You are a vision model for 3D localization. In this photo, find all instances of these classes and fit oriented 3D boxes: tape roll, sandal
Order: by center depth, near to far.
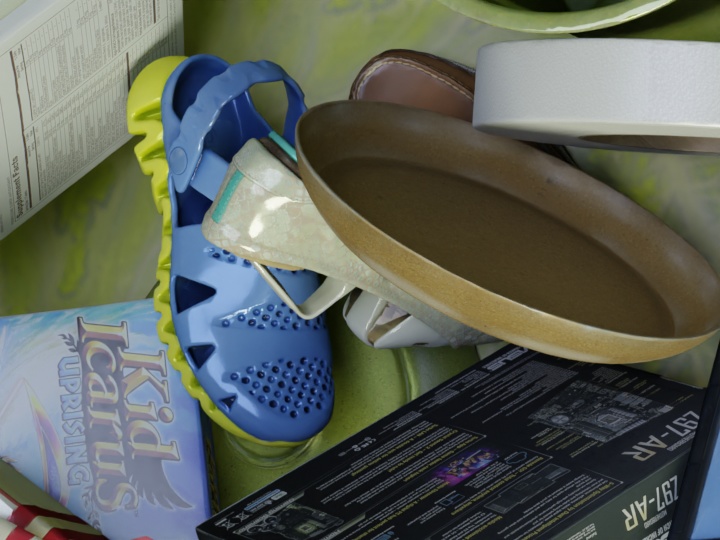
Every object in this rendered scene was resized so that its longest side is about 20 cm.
[{"bbox_3d":[0.149,-0.072,1.212,0.202,0.203,0.037,4,89,22],"label":"tape roll"},{"bbox_3d":[-0.052,-0.017,1.307,0.087,0.079,0.201,-28,74,49],"label":"sandal"}]

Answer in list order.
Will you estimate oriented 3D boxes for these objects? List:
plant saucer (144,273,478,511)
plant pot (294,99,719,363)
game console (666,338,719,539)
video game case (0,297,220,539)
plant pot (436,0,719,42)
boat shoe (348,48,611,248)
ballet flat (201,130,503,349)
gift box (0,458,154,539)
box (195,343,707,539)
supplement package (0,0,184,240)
[{"bbox_3d":[-0.039,0.068,1.364,0.199,0.031,0.201,-2,84,22],"label":"plant saucer"},{"bbox_3d":[0.060,-0.013,1.188,0.200,0.200,0.028,32,111,21],"label":"plant pot"},{"bbox_3d":[0.177,0.033,1.089,0.170,0.118,0.201,-9,51,41],"label":"game console"},{"bbox_3d":[-0.157,0.121,1.338,0.180,0.045,0.201,-7,81,2],"label":"video game case"},{"bbox_3d":[0.117,-0.176,1.235,0.199,0.190,0.201,-4,77,19],"label":"plant pot"},{"bbox_3d":[0.066,-0.040,1.312,0.200,0.068,0.072,40,99,21],"label":"boat shoe"},{"bbox_3d":[0.000,0.000,1.277,0.062,0.200,0.067,-54,42,4],"label":"ballet flat"},{"bbox_3d":[-0.150,0.182,1.211,0.200,0.187,0.185,32,87,8],"label":"gift box"},{"bbox_3d":[0.054,0.102,1.212,0.160,0.200,0.044,14,126,50],"label":"box"},{"bbox_3d":[-0.206,-0.114,1.341,0.152,0.151,0.200,41,65,20],"label":"supplement package"}]
